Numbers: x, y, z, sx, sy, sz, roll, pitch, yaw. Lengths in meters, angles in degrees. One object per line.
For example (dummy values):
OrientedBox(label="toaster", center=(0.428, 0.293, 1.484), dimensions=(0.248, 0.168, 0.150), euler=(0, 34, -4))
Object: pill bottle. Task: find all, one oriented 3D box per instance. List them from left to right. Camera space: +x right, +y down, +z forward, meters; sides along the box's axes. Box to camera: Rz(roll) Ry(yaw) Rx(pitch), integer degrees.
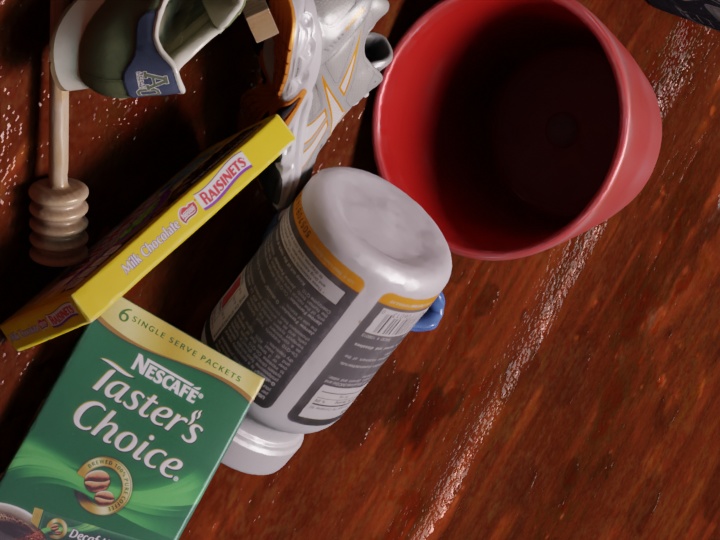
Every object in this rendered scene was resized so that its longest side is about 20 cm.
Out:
OrientedBox(label="pill bottle", center=(-0.036, 0.037, 1.748), dimensions=(0.116, 0.116, 0.200), euler=(-9, 144, -54))

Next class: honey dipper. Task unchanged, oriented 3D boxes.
OrientedBox(label="honey dipper", center=(-0.182, -0.101, 1.571), dimensions=(0.038, 0.038, 0.201), euler=(-25, 126, -48))

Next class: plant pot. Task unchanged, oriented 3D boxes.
OrientedBox(label="plant pot", center=(0.129, -0.106, 1.910), dimensions=(0.177, 0.200, 0.201), euler=(-1, 111, -67))

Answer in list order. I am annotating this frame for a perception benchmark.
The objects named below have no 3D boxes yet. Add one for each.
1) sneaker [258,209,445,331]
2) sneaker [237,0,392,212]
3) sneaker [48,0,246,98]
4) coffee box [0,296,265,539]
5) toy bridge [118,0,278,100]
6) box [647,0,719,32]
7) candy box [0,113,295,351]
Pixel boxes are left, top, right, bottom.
OrientedBox(label="sneaker", center=(0.000, 0.000, 1.861), dimensions=(0.200, 0.085, 0.077), euler=(20, 93, -58))
OrientedBox(label="sneaker", center=(-0.024, -0.115, 1.703), dimensions=(0.092, 0.076, 0.200), euler=(-15, 146, -20))
OrientedBox(label="sneaker", center=(-0.101, -0.176, 1.557), dimensions=(0.201, 0.089, 0.067), euler=(-61, 150, -31))
OrientedBox(label="coffee box", center=(-0.160, 0.126, 1.666), dimensions=(0.201, 0.123, 0.044), euler=(-60, -176, -10))
OrientedBox(label="toy bridge", center=(-0.070, -0.173, 1.605), dimensions=(0.199, 0.067, 0.027), euler=(-24, 143, 0))
OrientedBox(label="box", center=(0.301, -0.265, 2.040), dimensions=(0.200, 0.196, 0.124), euler=(34, 81, -58))
OrientedBox(label="candy box", center=(-0.133, -0.024, 1.637), dimensions=(0.026, 0.102, 0.200), euler=(52, 56, -9))
